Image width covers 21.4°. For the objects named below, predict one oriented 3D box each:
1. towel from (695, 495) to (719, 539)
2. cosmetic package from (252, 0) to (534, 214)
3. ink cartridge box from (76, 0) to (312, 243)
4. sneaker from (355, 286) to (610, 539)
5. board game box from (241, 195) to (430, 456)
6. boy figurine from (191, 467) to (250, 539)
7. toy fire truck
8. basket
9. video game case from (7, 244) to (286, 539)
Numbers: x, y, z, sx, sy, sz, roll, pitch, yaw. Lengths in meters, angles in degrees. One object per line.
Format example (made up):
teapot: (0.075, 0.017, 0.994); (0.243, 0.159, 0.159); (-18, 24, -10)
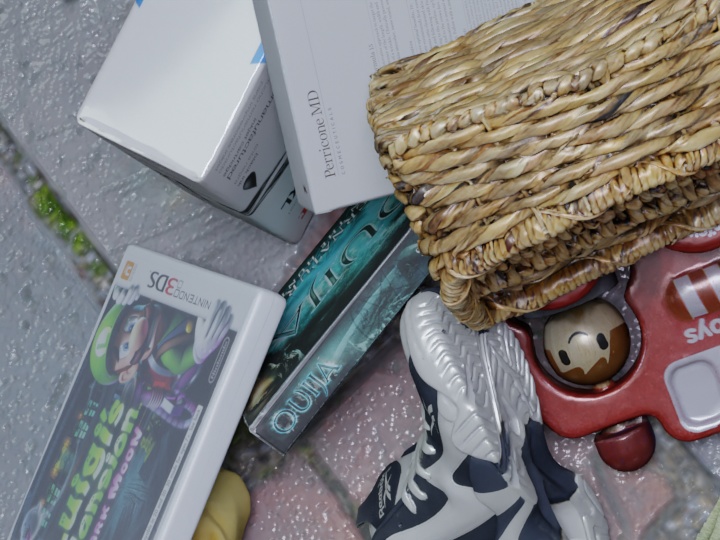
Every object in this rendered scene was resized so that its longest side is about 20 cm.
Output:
towel: (0.253, 0.200, 0.976); (0.199, 0.036, 0.149); (23, 88, 23)
cosmetic package: (0.022, -0.144, 0.946); (0.150, 0.052, 0.201); (-14, 101, -12)
ink cartridge box: (-0.061, -0.109, 1.066); (0.084, 0.200, 0.147); (26, 88, 15)
sneaker: (0.038, 0.102, 1.016); (0.129, 0.200, 0.080); (-15, 37, 29)
board game box: (0.000, 0.000, 1.065); (0.028, 0.135, 0.200); (38, 93, -16)
boy figurine: (-0.117, 0.207, 1.081); (0.124, 0.064, 0.201); (30, 96, 56)
toy fire truck: (0.154, 0.016, 1.018); (0.199, 0.112, 0.169); (-22, 93, 10)
basket: (0.119, -0.047, 0.868); (0.199, 0.143, 0.150); (-23, 110, 5)
video game case: (-0.128, 0.091, 1.092); (0.182, 0.023, 0.201); (16, 83, 59)
